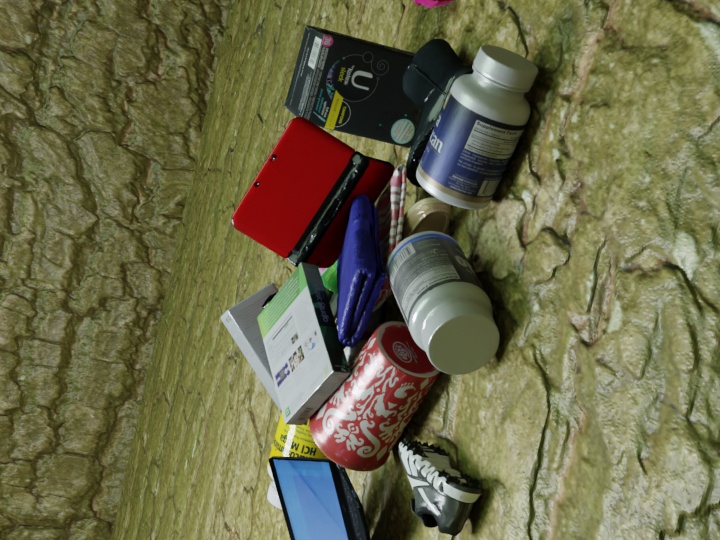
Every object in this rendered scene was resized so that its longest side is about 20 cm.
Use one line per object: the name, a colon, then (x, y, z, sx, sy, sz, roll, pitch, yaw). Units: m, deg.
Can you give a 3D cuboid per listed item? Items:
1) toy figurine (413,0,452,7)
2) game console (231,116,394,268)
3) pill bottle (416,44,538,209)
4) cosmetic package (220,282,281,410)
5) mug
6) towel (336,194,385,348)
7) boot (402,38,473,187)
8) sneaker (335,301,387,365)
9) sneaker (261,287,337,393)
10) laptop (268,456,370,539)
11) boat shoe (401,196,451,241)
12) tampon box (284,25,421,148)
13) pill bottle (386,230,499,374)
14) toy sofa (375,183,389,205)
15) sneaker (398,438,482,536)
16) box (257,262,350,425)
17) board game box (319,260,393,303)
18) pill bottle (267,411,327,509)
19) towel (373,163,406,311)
toy figurine: (0.129, -0.499, 1.702, 0.200, 0.150, 0.184, -61, 6, -16)
game console: (-0.070, -0.115, 1.660, 0.119, 0.172, 0.200, 40, 105, 21)
pill bottle: (0.158, -0.192, 1.443, 0.111, 0.111, 0.200, -111, 38, -56)
cosmetic package: (-0.148, 0.135, 1.912, 0.200, 0.101, 0.071, 58, 157, 2)
mug: (0.010, 0.166, 1.577, 0.133, 0.178, 0.200, -34, -19, -53)
towel: (0.000, 0.000, 1.587, 0.200, 0.050, 0.148, -92, 13, -54)
boot: (0.108, -0.242, 1.648, 0.200, 0.076, 0.168, -64, 27, 17)
sneaker: (-0.013, 0.093, 1.735, 0.087, 0.074, 0.200, 47, 134, 49)
sneaker: (-0.120, 0.103, 1.769, 0.201, 0.115, 0.076, -63, 7, 11)
laptop: (-0.051, 0.380, 1.600, 0.200, 0.103, 0.177, -126, 21, -65)
boat shoe: (0.091, -0.030, 1.605, 0.200, 0.071, 0.065, 110, 156, -50)
tampon box: (-0.003, -0.307, 1.807, 0.126, 0.200, 0.150, -130, 53, -64)
pill bottle: (0.110, 0.042, 1.440, 0.200, 0.114, 0.114, -111, 38, -56)
toy sofa: (-0.022, -0.078, 1.882, 0.083, 0.098, 0.200, -116, 41, -59)
sneaker: (0.090, 0.286, 1.424, 0.200, 0.066, 0.091, 31, 106, 66)
box: (-0.088, 0.109, 1.621, 0.144, 0.036, 0.200, -49, 47, 37)
board game box: (-0.042, 0.045, 1.817, 0.153, 0.040, 0.200, 47, 138, 12)
pill bottle: (-0.093, 0.303, 1.836, 0.112, 0.112, 0.200, -139, 62, -67)
towel: (0.036, -0.047, 1.623, 0.146, 0.030, 0.200, 125, 152, -71)
